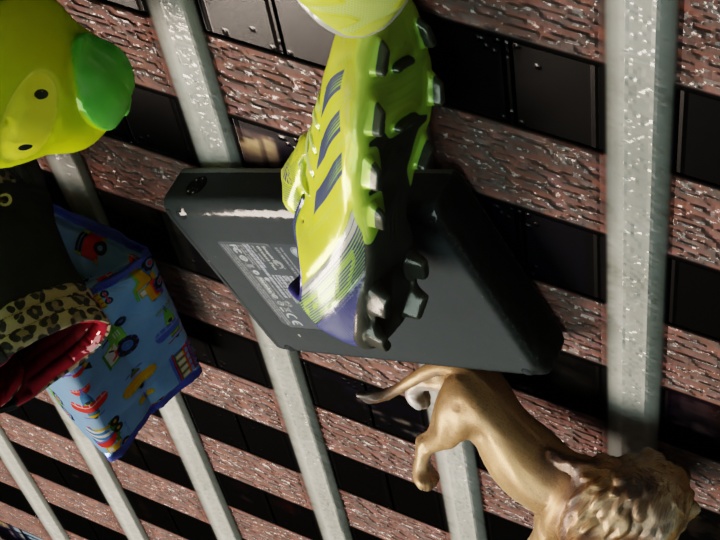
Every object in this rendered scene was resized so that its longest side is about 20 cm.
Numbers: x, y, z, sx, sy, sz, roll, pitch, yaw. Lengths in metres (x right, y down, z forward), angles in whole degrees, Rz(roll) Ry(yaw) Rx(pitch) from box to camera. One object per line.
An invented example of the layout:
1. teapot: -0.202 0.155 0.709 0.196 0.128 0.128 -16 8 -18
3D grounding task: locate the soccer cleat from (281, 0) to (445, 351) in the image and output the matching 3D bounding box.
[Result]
1. soccer cleat: -0.009 -0.047 0.787 0.083 0.065 0.202 27 137 26

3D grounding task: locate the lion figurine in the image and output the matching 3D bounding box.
1. lion figurine: 0.094 0.106 0.972 0.199 0.073 0.123 34 145 2

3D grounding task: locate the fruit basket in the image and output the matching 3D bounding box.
1. fruit basket: -0.219 -0.099 0.798 0.213 0.156 0.218 9 116 18

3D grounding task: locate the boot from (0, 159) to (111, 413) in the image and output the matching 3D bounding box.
1. boot: -0.254 0.018 0.977 0.151 0.199 0.073 56 166 23

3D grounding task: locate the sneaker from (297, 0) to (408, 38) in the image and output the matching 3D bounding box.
1. sneaker: 0.002 -0.143 0.615 0.075 0.077 0.201 -15 154 -9

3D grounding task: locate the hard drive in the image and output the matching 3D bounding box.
1. hard drive: 0.000 0.000 0.925 0.198 0.033 0.140 4 142 41

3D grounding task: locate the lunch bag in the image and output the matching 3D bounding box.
1. lunch bag: -0.217 0.008 1.114 0.199 0.094 0.151 34 158 28
